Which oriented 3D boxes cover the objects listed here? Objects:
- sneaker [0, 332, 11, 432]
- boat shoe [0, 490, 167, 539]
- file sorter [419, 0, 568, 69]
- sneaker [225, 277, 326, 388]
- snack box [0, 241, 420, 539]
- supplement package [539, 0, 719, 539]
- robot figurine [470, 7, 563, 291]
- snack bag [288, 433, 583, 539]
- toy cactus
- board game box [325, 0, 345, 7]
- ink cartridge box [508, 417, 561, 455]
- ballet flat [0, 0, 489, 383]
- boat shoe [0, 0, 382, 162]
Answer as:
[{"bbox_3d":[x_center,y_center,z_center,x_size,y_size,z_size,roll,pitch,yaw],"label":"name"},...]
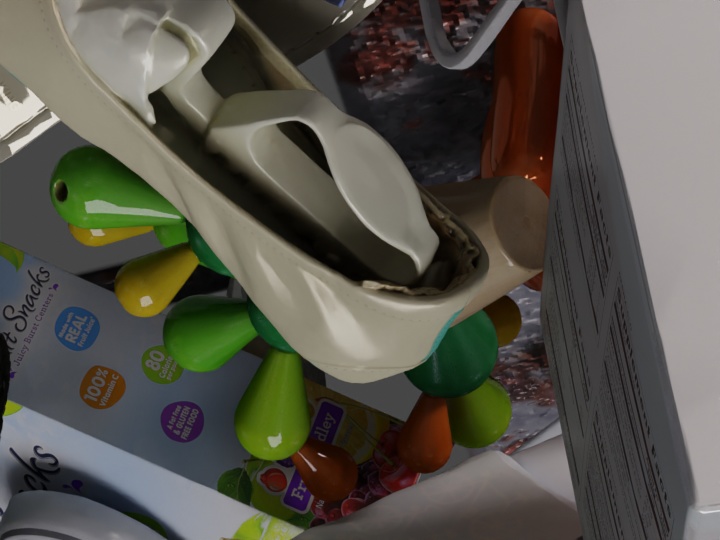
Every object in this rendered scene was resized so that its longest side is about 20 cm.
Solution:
[{"bbox_3d":[-0.183,0.082,0.940,0.088,0.077,0.200,17,136,-11],"label":"sneaker"},{"bbox_3d":[-0.076,0.162,0.997,0.070,0.067,0.200,-4,138,31],"label":"boat shoe"},{"bbox_3d":[0.117,-0.125,0.744,0.199,0.140,0.125,4,148,-24],"label":"file sorter"},{"bbox_3d":[-0.052,0.063,1.074,0.080,0.071,0.201,-4,150,-6],"label":"sneaker"},{"bbox_3d":[-0.092,0.085,1.022,0.199,0.068,0.169,24,144,0],"label":"snack box"},{"bbox_3d":[0.137,0.022,0.718,0.151,0.152,0.200,-9,153,-3],"label":"supplement package"},{"bbox_3d":[0.119,-0.027,0.931,0.144,0.117,0.200,-45,141,9],"label":"robot figurine"},{"bbox_3d":[0.090,0.092,0.883,0.199,0.188,0.022,-20,113,-23],"label":"snack bag"},{"bbox_3d":[0.000,0.000,0.874,0.164,0.103,0.200,-18,129,44],"label":"toy cactus"},{"bbox_3d":[-0.030,-0.165,0.678,0.135,0.035,0.200,23,143,-5],"label":"board game box"},{"bbox_3d":[0.160,0.039,1.087,0.109,0.051,0.200,-16,161,-46],"label":"ink cartridge box"},{"bbox_3d":[-0.040,-0.050,0.761,0.200,0.070,0.069,44,127,-14],"label":"ballet flat"},{"bbox_3d":[-0.076,-0.084,0.828,0.199,0.060,0.072,-23,116,16],"label":"boat shoe"}]
